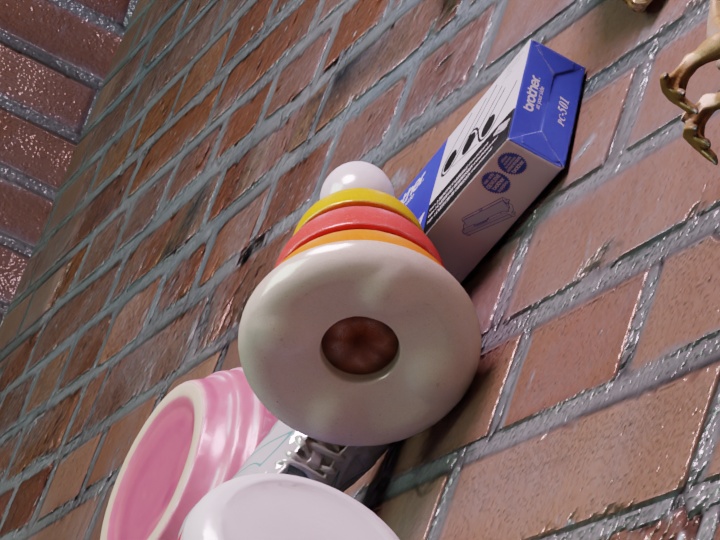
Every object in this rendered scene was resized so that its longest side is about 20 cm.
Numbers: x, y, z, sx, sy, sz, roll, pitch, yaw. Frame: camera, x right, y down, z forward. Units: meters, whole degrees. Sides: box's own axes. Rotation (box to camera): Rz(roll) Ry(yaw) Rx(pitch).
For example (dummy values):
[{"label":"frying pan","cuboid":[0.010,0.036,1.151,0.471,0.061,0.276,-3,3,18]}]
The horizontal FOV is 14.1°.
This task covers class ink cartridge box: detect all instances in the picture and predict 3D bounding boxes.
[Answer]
[{"label":"ink cartridge box","cuboid":[0.070,-0.050,1.858,0.200,0.044,0.094,-51,17,45]}]

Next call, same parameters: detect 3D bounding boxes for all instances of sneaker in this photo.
[{"label":"sneaker","cuboid":[-0.034,0.125,1.819,0.200,0.070,0.080,-49,6,-2]}]

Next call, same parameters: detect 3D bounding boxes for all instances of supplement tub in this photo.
[{"label":"supplement tub","cuboid":[-0.062,0.226,1.628,0.141,0.140,0.200,-84,17,-55]}]

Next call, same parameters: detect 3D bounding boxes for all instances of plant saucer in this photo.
[{"label":"plant saucer","cuboid":[-0.127,0.156,2.040,0.201,0.051,0.201,-51,23,32]}]

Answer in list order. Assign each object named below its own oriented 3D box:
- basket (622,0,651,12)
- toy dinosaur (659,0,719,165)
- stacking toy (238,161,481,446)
[{"label":"basket","cuboid":[0.186,-0.273,1.791,0.200,0.149,0.143,-61,-19,15]},{"label":"toy dinosaur","cuboid":[0.200,-0.112,1.499,0.106,0.060,0.200,-41,17,-9]},{"label":"stacking toy","cuboid":[0.000,0.000,1.802,0.146,0.146,0.200,-57,17,29]}]
